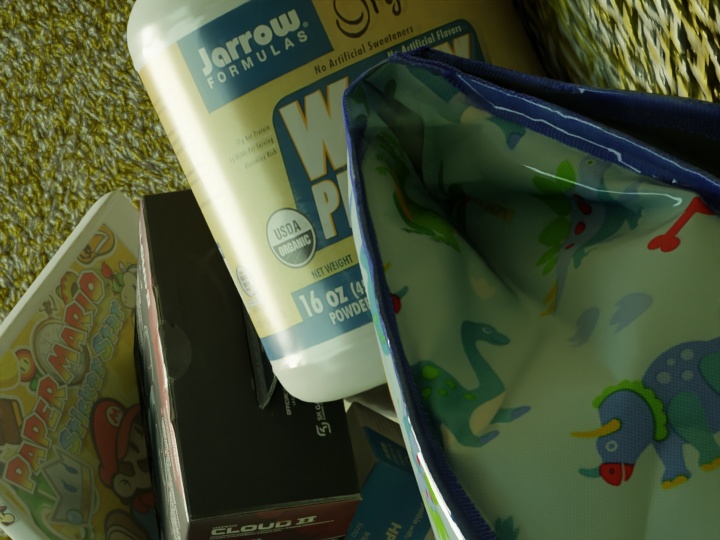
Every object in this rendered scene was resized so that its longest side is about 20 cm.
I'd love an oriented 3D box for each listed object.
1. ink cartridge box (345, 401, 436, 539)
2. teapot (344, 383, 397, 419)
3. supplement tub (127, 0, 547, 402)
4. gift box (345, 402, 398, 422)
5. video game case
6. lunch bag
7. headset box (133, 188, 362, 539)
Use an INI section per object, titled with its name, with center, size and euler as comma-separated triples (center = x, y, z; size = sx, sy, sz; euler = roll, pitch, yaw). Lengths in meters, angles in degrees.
[ink cartridge box]
center = 0.073, 0.152, 1.011
size = 0.200, 0.067, 0.116
euler = 28, -174, -10
[teapot]
center = 0.000, 0.000, 1.080
size = 0.200, 0.146, 0.198
euler = 85, 168, -55
[supplement tub]
center = -0.003, -0.065, 0.751
size = 0.145, 0.144, 0.200
euler = -172, 57, -88
[gift box]
center = -0.012, 0.004, 1.408
size = 0.200, 0.186, 0.185
euler = -85, -25, -51
[video game case]
center = -0.109, 0.082, 0.984
size = 0.182, 0.023, 0.200
euler = 48, -140, -16
[lunch bag]
center = 0.072, 0.053, 0.494
size = 0.200, 0.127, 0.170
euler = 50, 168, 44
[headset box]
center = -0.056, 0.062, 0.876
size = 0.200, 0.077, 0.149
euler = 108, 153, -64
